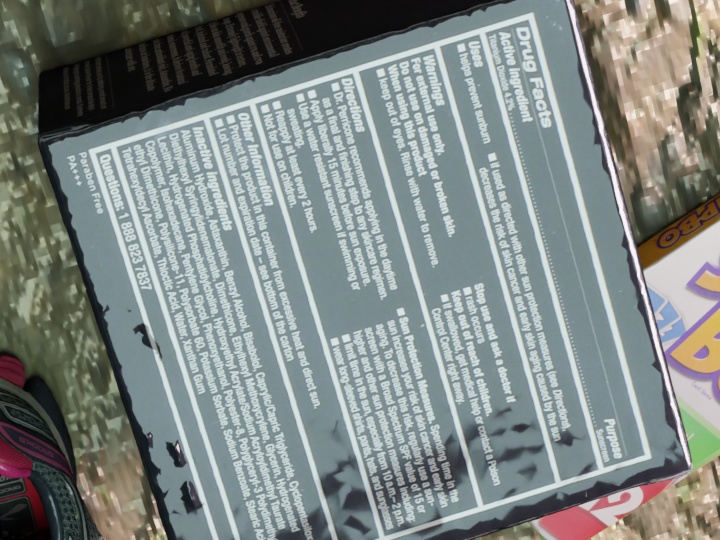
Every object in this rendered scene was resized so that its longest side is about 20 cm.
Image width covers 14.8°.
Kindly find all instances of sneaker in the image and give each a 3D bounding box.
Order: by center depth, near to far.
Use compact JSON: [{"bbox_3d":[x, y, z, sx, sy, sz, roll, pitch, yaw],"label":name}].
[{"bbox_3d":[-0.133,0.135,1.122,0.080,0.075,0.201,-22,116,0],"label":"sneaker"}]

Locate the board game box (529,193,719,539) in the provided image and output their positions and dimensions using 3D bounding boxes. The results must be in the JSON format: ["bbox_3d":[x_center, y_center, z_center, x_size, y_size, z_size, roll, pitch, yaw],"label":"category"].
[{"bbox_3d":[0.139,0.030,1.155,0.200,0.030,0.096,-34,114,3],"label":"board game box"}]

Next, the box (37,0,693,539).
[{"bbox_3d":[0.000,0.000,1.051,0.197,0.123,0.201,-16,107,-1],"label":"box"}]
